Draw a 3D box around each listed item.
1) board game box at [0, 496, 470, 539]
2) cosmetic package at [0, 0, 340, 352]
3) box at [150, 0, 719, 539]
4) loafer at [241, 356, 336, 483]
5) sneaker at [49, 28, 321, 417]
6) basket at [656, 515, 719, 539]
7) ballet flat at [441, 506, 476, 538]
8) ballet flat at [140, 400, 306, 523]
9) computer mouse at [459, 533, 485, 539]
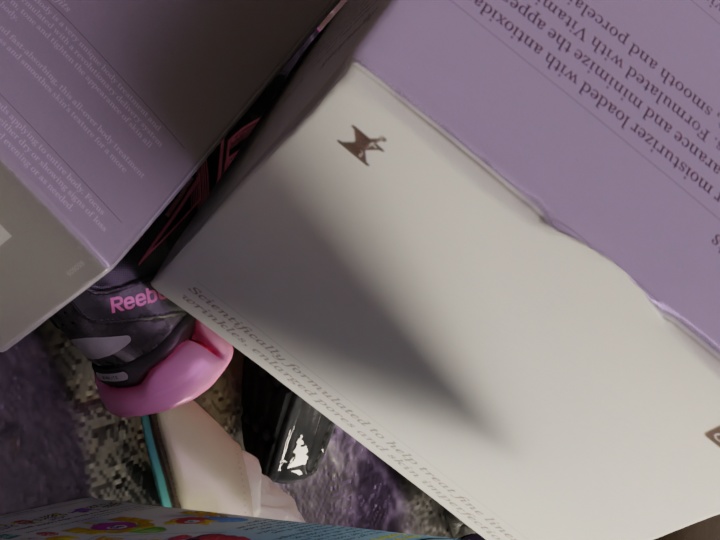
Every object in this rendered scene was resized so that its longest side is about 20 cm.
[{"bbox_3d":[-0.051,0.146,0.661,0.105,0.198,0.104,-3,94,-57],"label":"board game box"},{"bbox_3d":[-0.092,-0.080,0.663,0.107,0.090,0.200,47,44,-10],"label":"cosmetic package"},{"bbox_3d":[0.062,-0.015,0.658,0.198,0.200,0.131,38,60,-8],"label":"box"},{"bbox_3d":[0.000,0.000,0.821,0.070,0.068,0.202,13,98,-27],"label":"loafer"},{"bbox_3d":[-0.072,-0.044,0.750,0.095,0.079,0.201,45,50,-31],"label":"sneaker"},{"bbox_3d":[0.224,0.195,1.182,0.180,0.135,0.202,21,77,-67],"label":"basket"},{"bbox_3d":[0.055,0.110,0.987,0.067,0.056,0.201,-66,149,-42],"label":"ballet flat"},{"bbox_3d":[-0.047,0.133,0.788,0.069,0.069,0.202,-39,129,-51],"label":"ballet flat"},{"bbox_3d":[0.002,0.219,0.902,0.140,0.046,0.202,19,87,-61],"label":"computer mouse"}]
